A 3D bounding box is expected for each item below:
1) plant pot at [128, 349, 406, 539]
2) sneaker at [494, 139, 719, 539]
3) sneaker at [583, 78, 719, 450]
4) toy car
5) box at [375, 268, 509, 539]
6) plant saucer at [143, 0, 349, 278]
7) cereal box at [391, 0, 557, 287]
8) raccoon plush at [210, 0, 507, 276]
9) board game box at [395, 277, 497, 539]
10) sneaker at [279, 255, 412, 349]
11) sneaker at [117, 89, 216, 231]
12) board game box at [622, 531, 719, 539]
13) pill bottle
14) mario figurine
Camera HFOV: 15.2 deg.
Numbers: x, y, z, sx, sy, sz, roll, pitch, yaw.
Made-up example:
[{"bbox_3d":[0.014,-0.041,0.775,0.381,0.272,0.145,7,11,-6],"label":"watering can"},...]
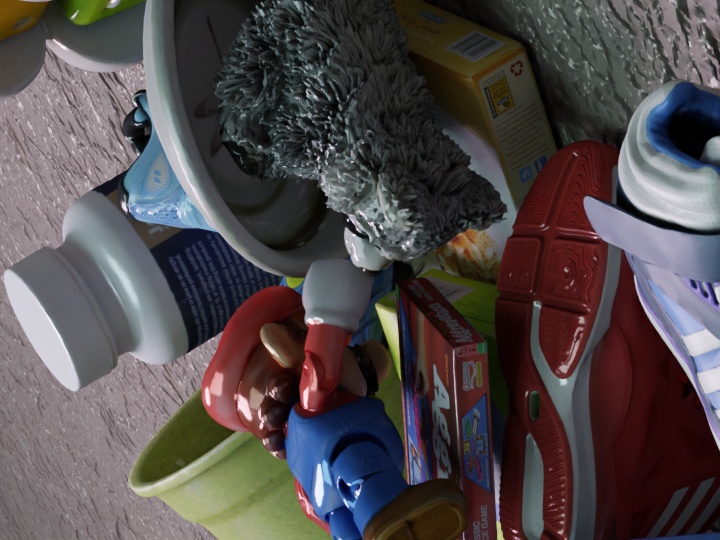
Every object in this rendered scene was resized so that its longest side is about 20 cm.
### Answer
[{"bbox_3d":[-0.003,0.130,1.612,0.184,0.200,0.200,50,164,-11],"label":"plant pot"},{"bbox_3d":[0.128,0.042,1.271,0.078,0.115,0.201,15,99,57],"label":"sneaker"},{"bbox_3d":[0.169,0.012,1.087,0.200,0.080,0.147,54,167,33],"label":"sneaker"},{"bbox_3d":[-0.179,-0.197,1.523,0.150,0.199,0.175,62,147,15],"label":"toy car"},{"bbox_3d":[0.085,0.103,1.376,0.122,0.048,0.201,14,129,54],"label":"box"},{"bbox_3d":[-0.060,-0.092,1.372,0.050,0.200,0.201,-11,115,30],"label":"plant saucer"},{"bbox_3d":[0.058,-0.039,1.374,0.144,0.039,0.201,29,145,54],"label":"cereal box"},{"bbox_3d":[0.002,-0.099,1.259,0.134,0.096,0.201,23,126,47],"label":"raccoon plush"},{"bbox_3d":[0.044,0.114,1.311,0.103,0.019,0.201,-134,38,-67],"label":"board game box"},{"bbox_3d":[0.000,0.000,1.465,0.083,0.070,0.200,55,-157,-36],"label":"sneaker"},{"bbox_3d":[-0.089,-0.097,1.488,0.200,0.089,0.079,-76,-25,-50],"label":"sneaker"},{"bbox_3d":[0.155,0.156,1.243,0.200,0.151,0.045,125,140,-70],"label":"board game box"},{"bbox_3d":[-0.104,-0.015,1.590,0.111,0.200,0.111,50,160,25],"label":"pill bottle"},{"bbox_3d":[0.004,0.074,1.309,0.106,0.124,0.200,20,-155,-41],"label":"mario figurine"}]
